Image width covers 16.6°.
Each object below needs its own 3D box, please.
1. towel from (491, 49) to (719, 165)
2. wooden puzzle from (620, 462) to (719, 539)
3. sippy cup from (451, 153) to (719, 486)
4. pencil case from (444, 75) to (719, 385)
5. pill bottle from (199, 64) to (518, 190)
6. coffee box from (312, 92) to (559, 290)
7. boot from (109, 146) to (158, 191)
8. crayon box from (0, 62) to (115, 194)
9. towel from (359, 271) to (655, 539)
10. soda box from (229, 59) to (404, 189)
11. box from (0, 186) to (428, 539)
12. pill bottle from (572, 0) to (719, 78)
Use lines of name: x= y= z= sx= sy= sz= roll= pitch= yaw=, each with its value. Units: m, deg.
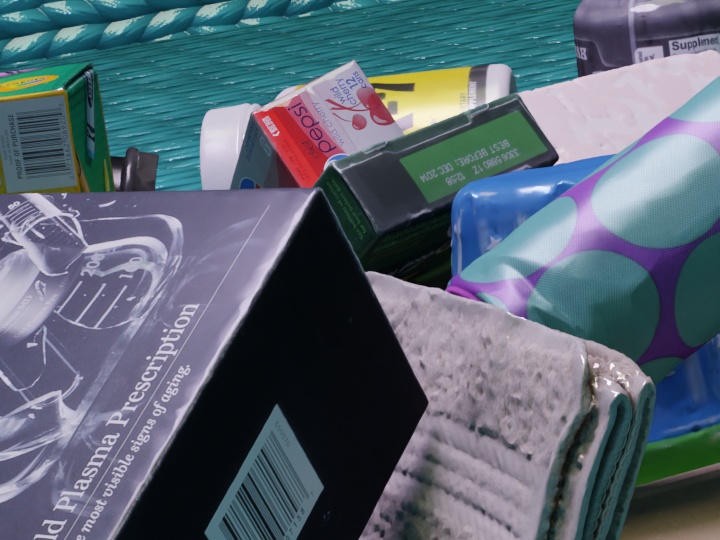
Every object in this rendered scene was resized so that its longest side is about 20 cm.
towel: x=0.181 y=-0.027 z=1.224 sx=0.191 sy=0.032 sz=0.200 roll=-17 pitch=55 yaw=-45
wooden puzzle: x=0.141 y=0.105 z=0.894 sx=0.184 sy=0.037 sz=0.200 roll=-13 pitch=7 yaw=-22
sippy cup: x=0.095 y=0.020 z=1.049 sx=0.139 sy=0.131 sz=0.178 roll=-6 pitch=7 yaw=26
pencil case: x=0.129 y=-0.016 z=0.947 sx=0.200 sy=0.085 sz=0.092 roll=-36 pitch=-22 yaw=-10
pill bottle: x=0.004 y=-0.066 z=1.587 sx=0.199 sy=0.115 sz=0.114 roll=-6 pitch=12 yaw=9
coffee box: x=0.000 y=0.000 z=1.174 sx=0.123 sy=0.044 sz=0.200 roll=-23 pitch=-17 yaw=-38
boot: x=-0.190 y=0.008 z=1.159 sx=0.157 sy=0.211 sz=0.080 roll=13 pitch=48 yaw=-18
crayon box: x=-0.163 y=0.017 z=1.081 sx=0.118 sy=0.201 sz=0.058 roll=-5 pitch=14 yaw=9
towel: x=0.029 y=0.076 z=0.863 sx=0.034 sy=0.133 sz=0.200 roll=16 pitch=0 yaw=-26
soda box: x=-0.027 y=-0.024 z=1.267 sx=0.063 sy=0.070 sz=0.200 roll=-28 pitch=-16 yaw=-21
box: x=-0.107 y=0.076 z=0.812 sx=0.182 sy=0.104 sz=0.200 roll=-1 pitch=43 yaw=32
pill bottle: x=0.181 y=-0.105 z=1.446 sx=0.106 sy=0.201 sz=0.106 roll=-7 pitch=11 yaw=1
